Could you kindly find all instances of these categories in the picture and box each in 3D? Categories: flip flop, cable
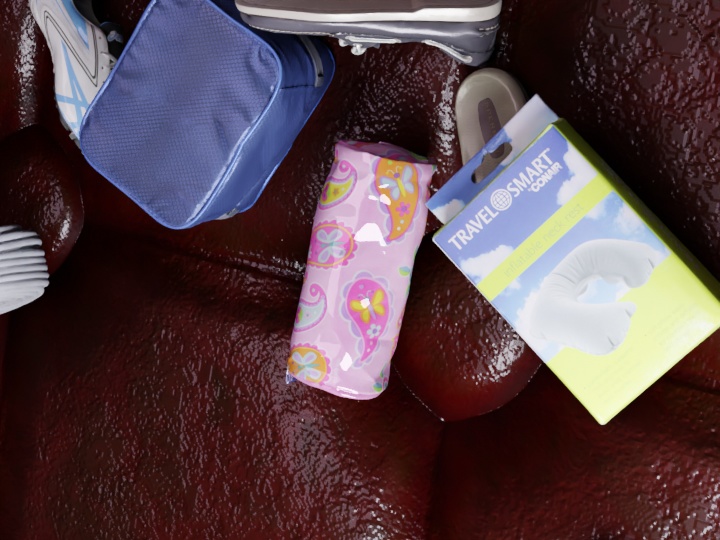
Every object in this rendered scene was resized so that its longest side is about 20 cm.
[{"bbox_3d":[0.107,-0.055,1.101,0.081,0.058,0.200,-20,79,34],"label":"flip flop"},{"bbox_3d":[-0.386,0.012,1.364,0.200,0.200,0.069,-15,86,32],"label":"cable"}]

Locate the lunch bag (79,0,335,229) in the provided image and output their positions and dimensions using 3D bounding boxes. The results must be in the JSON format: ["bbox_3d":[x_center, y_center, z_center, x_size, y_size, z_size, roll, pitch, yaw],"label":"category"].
[{"bbox_3d":[-0.122,-0.129,1.222,0.136,0.132,0.200,41,112,11],"label":"lunch bag"}]

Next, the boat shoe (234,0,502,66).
[{"bbox_3d":[0.005,-0.183,1.127,0.200,0.073,0.063,2,128,4],"label":"boat shoe"}]

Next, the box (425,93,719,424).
[{"bbox_3d":[0.146,-0.009,1.037,0.200,0.048,0.122,47,109,4],"label":"box"}]

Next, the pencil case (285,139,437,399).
[{"bbox_3d":[0.000,0.000,1.164,0.087,0.087,0.200,17,101,34],"label":"pencil case"}]

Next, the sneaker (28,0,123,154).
[{"bbox_3d":[-0.237,-0.176,1.342,0.072,0.072,0.200,-21,83,13],"label":"sneaker"}]
